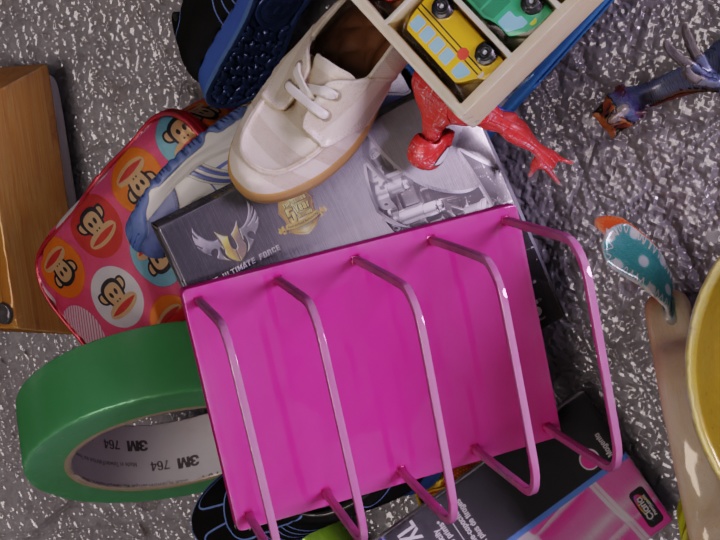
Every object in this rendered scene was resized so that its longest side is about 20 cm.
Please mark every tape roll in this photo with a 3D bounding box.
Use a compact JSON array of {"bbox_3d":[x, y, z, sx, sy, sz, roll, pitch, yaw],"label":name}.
[{"bbox_3d":[-0.123,0.096,0.953,0.200,0.199,0.049,-32,60,34],"label":"tape roll"}]

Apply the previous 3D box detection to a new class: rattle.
[{"bbox_3d":[0.216,0.054,0.799,0.142,0.130,0.202,-14,77,28],"label":"rattle"}]

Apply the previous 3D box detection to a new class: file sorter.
[{"bbox_3d":[0.022,0.060,0.775,0.125,0.198,0.141,-155,52,-75],"label":"file sorter"}]

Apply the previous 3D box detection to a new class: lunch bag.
[{"bbox_3d":[-0.115,0.000,0.998,0.177,0.082,0.200,51,123,5],"label":"lunch bag"}]

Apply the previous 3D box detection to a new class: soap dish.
[{"bbox_3d":[-0.288,-0.047,1.089,0.156,0.081,0.202,1,103,32],"label":"soap dish"}]

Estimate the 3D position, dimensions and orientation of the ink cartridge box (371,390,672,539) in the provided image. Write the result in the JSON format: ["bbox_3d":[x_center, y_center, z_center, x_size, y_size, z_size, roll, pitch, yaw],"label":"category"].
[{"bbox_3d":[0.080,0.167,0.870,0.199,0.037,0.095,-34,83,-8],"label":"ink cartridge box"}]

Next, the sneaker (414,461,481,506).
[{"bbox_3d":[0.069,0.145,0.920,0.073,0.077,0.201,-42,78,35],"label":"sneaker"}]

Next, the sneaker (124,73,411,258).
[{"bbox_3d":[-0.049,-0.061,0.888,0.199,0.075,0.088,-38,90,-7],"label":"sneaker"}]

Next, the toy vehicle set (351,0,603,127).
[{"bbox_3d":[0.038,-0.189,0.767,0.124,0.026,0.200,-44,70,12],"label":"toy vehicle set"}]

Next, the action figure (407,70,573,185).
[{"bbox_3d":[0.100,-0.132,0.807,0.201,0.099,0.065,-55,40,10],"label":"action figure"}]

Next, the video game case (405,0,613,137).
[{"bbox_3d":[0.085,-0.193,0.851,0.143,0.018,0.200,49,123,11],"label":"video game case"}]

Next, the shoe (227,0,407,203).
[{"bbox_3d":[-0.007,-0.123,0.812,0.070,0.200,0.054,33,163,24],"label":"shoe"}]

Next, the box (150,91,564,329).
[{"bbox_3d":[0.000,0.000,0.854,0.160,0.199,0.048,65,170,-11],"label":"box"}]

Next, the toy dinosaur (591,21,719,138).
[{"bbox_3d":[0.212,-0.103,0.758,0.199,0.105,0.182,38,148,-4],"label":"toy dinosaur"}]

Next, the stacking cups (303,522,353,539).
[{"bbox_3d":[-0.003,0.225,1.006,0.060,0.060,0.201,-40,86,33],"label":"stacking cups"}]

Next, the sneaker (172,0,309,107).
[{"bbox_3d":[-0.059,-0.194,0.894,0.200,0.070,0.078,-50,59,35],"label":"sneaker"}]

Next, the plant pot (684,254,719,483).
[{"bbox_3d":[0.277,0.039,0.719,0.198,0.142,0.202,9,107,29],"label":"plant pot"}]

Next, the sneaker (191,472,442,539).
[{"bbox_3d":[-0.045,0.135,0.920,0.199,0.078,0.071,-27,70,30],"label":"sneaker"}]
